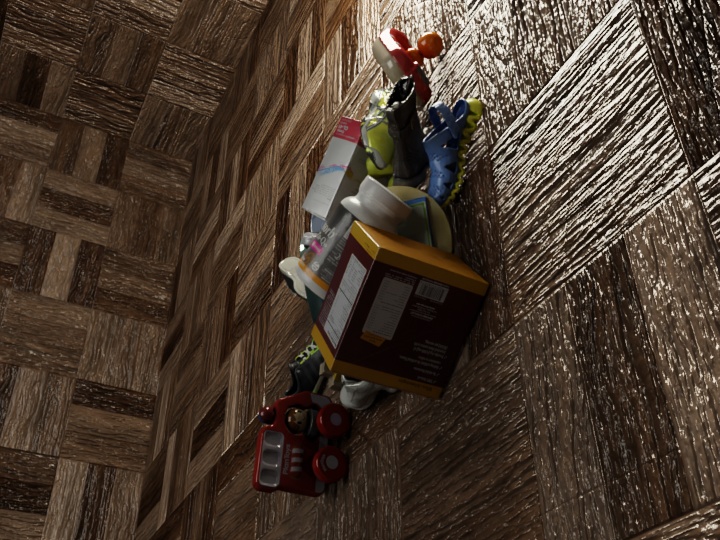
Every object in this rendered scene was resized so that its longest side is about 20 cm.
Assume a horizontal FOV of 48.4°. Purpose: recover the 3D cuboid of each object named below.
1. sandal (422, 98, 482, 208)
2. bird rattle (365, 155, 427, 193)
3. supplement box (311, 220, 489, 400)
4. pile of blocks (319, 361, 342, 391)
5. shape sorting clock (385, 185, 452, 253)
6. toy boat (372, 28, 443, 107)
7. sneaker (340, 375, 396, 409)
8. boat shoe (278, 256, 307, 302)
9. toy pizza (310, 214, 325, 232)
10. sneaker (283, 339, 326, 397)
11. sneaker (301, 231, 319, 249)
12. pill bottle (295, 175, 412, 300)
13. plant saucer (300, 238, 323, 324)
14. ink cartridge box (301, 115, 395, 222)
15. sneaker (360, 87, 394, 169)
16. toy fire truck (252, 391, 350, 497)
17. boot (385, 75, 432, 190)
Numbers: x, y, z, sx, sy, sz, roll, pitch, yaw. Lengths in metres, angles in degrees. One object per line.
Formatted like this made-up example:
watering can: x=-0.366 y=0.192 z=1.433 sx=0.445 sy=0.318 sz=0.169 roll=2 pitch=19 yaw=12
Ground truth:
sandal: x=0.140 y=-0.207 z=1.376 sx=0.079 sy=0.086 sz=0.204 roll=8 pitch=84 yaw=65
bird rattle: x=0.077 y=-0.118 z=1.496 sx=0.164 sy=0.111 sz=0.202 roll=108 pitch=154 yaw=-45
supplement box: x=0.057 y=0.062 z=1.241 sx=0.203 sy=0.195 sz=0.133 roll=-67 pitch=23 yaw=13
pile of blocks: x=-0.037 y=0.141 z=1.589 sx=0.082 sy=0.061 sz=0.203 roll=24 pitch=97 yaw=68
shape sorting clock: x=0.063 y=-0.043 z=1.370 sx=0.197 sy=0.039 sz=0.204 roll=-4 pitch=80 yaw=22
toy boat: x=0.107 y=-0.424 z=1.596 sx=0.130 sy=0.131 sz=0.201 roll=-35 pitch=34 yaw=10
sneaker: x=-0.001 y=0.190 z=1.422 sx=0.200 sy=0.098 sz=0.076 roll=137 pitch=141 yaw=-54
boat shoe: x=-0.134 y=0.034 z=1.896 sx=0.199 sy=0.073 sz=0.061 roll=35 pitch=149 yaw=51
toy pizza: x=-0.054 y=-0.153 z=1.764 sx=0.200 sy=0.031 sz=0.202 roll=-49 pitch=30 yaw=42
sneaker: x=-0.110 y=0.200 z=1.693 sx=0.072 sy=0.082 sz=0.203 roll=25 pitch=98 yaw=67
sneaker: x=-0.043 y=-0.009 z=1.559 sx=0.075 sy=0.199 sz=0.116 roll=9 pitch=89 yaw=39
pill bottle: x=-0.009 y=-0.047 z=1.317 sx=0.201 sy=0.116 sz=0.116 roll=-54 pitch=25 yaw=7
plant saucer: x=-0.086 y=0.033 z=1.622 sx=0.200 sy=0.027 sz=0.204 roll=-11 pitch=-90 yaw=-86
ink cartridge box: x=-0.009 y=-0.180 z=1.583 sx=0.085 sy=0.147 sz=0.202 roll=27 pitch=92 yaw=42
sneaker: x=0.052 y=-0.272 z=1.473 sx=0.075 sy=0.076 sz=0.202 roll=-14 pitch=49 yaw=27
toy fire truck: x=-0.117 y=0.324 z=1.513 sx=0.112 sy=0.166 sz=0.203 roll=-41 pitch=39 yaw=52
boot: x=0.092 y=-0.256 z=1.392 sx=0.201 sy=0.068 sz=0.176 roll=-65 pitch=-28 yaw=-49
